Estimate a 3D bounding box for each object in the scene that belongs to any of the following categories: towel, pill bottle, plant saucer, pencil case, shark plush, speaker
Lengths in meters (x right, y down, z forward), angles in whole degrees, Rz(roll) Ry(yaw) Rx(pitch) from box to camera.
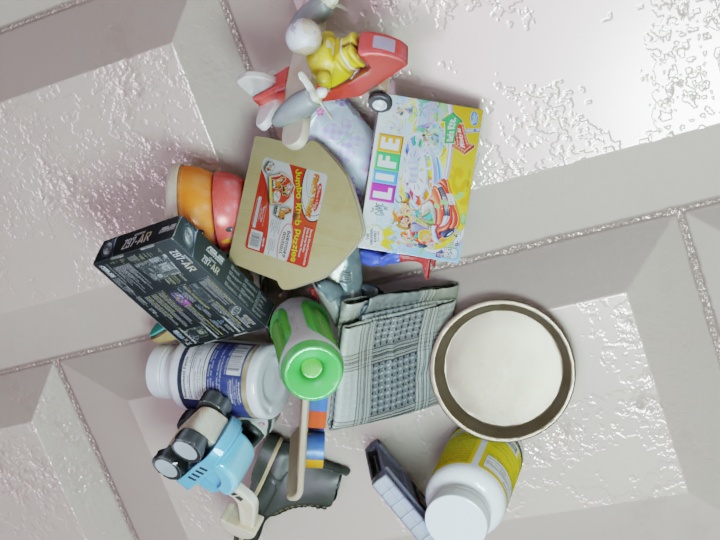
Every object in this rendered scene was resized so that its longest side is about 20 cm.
[{"bbox_3d":[0.048,0.117,1.705,0.035,0.192,0.200,37,129,51],"label":"towel"},{"bbox_3d":[-0.211,0.155,1.829,0.200,0.111,0.111,3,113,27],"label":"pill bottle"},{"bbox_3d":[0.195,0.136,1.714,0.200,0.029,0.200,1,98,10],"label":"plant saucer"},{"bbox_3d":[-0.006,-0.143,1.658,0.091,0.083,0.200,-38,96,4],"label":"pencil case"},{"bbox_3d":[-0.003,0.043,1.678,0.083,0.091,0.200,-31,104,-6],"label":"shark plush"},{"bbox_3d":[0.154,0.295,1.720,0.112,0.200,0.113,7,113,16],"label":"pill bottle"},{"bbox_3d":[-0.072,0.099,1.636,0.088,0.200,0.089,-2,107,-8],"label":"speaker"}]

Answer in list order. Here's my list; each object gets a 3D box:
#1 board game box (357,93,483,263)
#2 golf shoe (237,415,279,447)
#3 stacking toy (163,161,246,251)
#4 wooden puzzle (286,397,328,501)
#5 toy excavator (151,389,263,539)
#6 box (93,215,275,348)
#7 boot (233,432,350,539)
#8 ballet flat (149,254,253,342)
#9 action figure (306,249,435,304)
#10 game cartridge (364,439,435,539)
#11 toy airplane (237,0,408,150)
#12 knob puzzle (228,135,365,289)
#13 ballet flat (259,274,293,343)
[{"bbox_3d":[0.075,-0.118,1.607,0.134,0.034,0.200,8,92,-5],"label":"board game box"},{"bbox_3d":[-0.208,0.259,1.887,0.073,0.092,0.200,44,120,-10],"label":"golf shoe"},{"bbox_3d":[-0.164,-0.086,1.728,0.200,0.146,0.146,-6,110,4],"label":"stacking toy"},{"bbox_3d":[-0.068,0.199,1.771,0.046,0.185,0.200,7,114,-5],"label":"wooden puzzle"},{"bbox_3d":[-0.197,0.295,1.794,0.200,0.100,0.194,39,136,-8],"label":"toy excavator"},{"bbox_3d":[-0.240,0.020,1.700,0.160,0.044,0.200,-16,132,37],"label":"box"},{"bbox_3d":[-0.108,0.360,1.910,0.138,0.077,0.200,21,118,4],"label":"boot"},{"bbox_3d":[-0.232,0.057,1.830,0.063,0.069,0.200,39,120,-16],"label":"ballet flat"},{"bbox_3d":[0.000,0.000,1.727,0.200,0.065,0.099,10,116,12],"label":"action figure"},{"bbox_3d":[0.061,0.316,1.768,0.038,0.200,0.130,-43,97,2],"label":"game cartridge"},{"bbox_3d":[-0.065,-0.255,1.550,0.200,0.199,0.141,40,167,39],"label":"toy airplane"},{"bbox_3d":[-0.072,-0.071,1.631,0.219,0.030,0.220,-1,89,33],"label":"knob puzzle"},{"bbox_3d":[-0.118,0.045,1.775,0.067,0.046,0.200,14,130,18],"label":"ballet flat"}]
